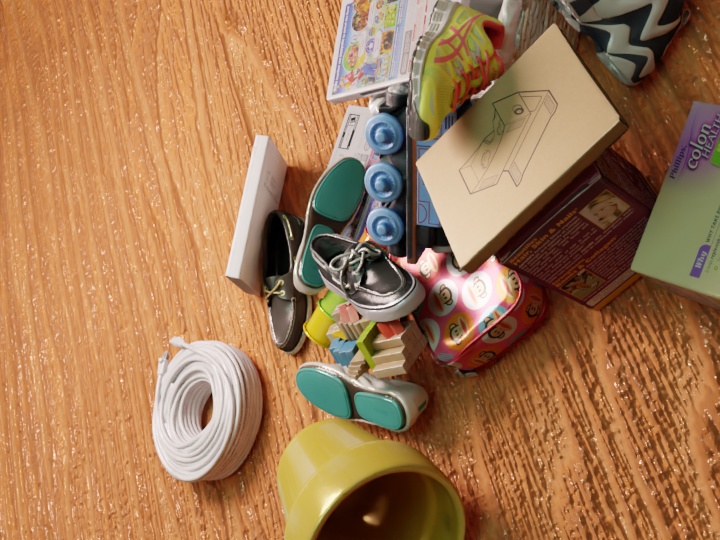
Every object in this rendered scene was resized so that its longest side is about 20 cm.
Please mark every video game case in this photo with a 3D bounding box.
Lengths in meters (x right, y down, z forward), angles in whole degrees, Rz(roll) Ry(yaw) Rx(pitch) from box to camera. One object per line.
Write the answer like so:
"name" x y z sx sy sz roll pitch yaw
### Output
"video game case" 0.044 -0.281 1.174 0.197 0.018 0.146 -4 72 43
"video game case" 0.017 -0.121 1.362 0.180 0.022 0.204 15 85 45

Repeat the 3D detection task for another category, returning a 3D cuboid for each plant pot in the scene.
"plant pot" -0.008 0.268 1.135 0.204 0.198 0.189 -62 31 6

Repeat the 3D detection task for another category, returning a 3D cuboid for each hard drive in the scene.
"hard drive" -0.147 -0.076 1.433 0.026 0.132 0.204 9 79 9

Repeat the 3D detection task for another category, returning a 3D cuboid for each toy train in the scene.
"toy train" 0.067 -0.104 1.105 0.112 0.087 0.204 8 117 20

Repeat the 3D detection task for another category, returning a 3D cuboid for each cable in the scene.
"cable" -0.224 0.203 1.440 0.197 0.069 0.204 3 78 43

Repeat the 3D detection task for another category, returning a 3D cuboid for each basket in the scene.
"basket" 0.140 -0.260 1.198 0.197 0.160 0.203 2 76 43

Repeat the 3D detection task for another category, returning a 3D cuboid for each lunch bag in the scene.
"lunch bag" 0.114 0.016 1.177 0.176 0.081 0.202 -41 51 26

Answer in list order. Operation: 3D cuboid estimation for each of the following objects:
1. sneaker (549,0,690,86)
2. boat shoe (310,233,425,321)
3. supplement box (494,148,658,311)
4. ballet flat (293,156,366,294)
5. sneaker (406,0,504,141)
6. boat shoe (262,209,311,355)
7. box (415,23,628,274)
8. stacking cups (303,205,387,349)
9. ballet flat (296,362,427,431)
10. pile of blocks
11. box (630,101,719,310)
"sneaker" 0.280 -0.315 1.084 0.129 0.199 0.080 -43 9 8
"boat shoe" 0.002 -0.002 1.172 0.073 0.069 0.199 -39 31 -10
"supplement box" 0.220 -0.056 1.019 0.131 0.198 0.104 -41 51 23
"ballet flat" -0.049 -0.059 1.336 0.069 0.069 0.203 -2 61 42
"sneaker" 0.100 -0.205 1.013 0.088 0.079 0.202 14 53 9
"boat shoe" -0.110 0.015 1.405 0.071 0.060 0.205 -17 64 38
"box" 0.146 -0.118 0.955 0.200 0.021 0.165 -45 41 24
"stacking cups" -0.006 0.007 1.285 0.061 0.060 0.202 50 120 42
"ballet flat" 0.004 0.151 1.240 0.198 0.069 0.071 10 82 45
"pile of blocks" -0.003 0.077 1.189 0.082 0.063 0.199 -39 20 -22
"box" 0.385 -0.044 0.932 0.198 0.096 0.179 21 90 45
